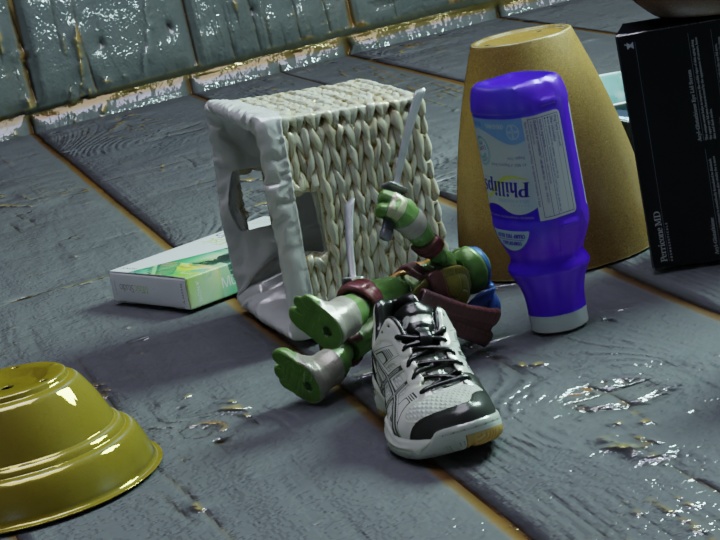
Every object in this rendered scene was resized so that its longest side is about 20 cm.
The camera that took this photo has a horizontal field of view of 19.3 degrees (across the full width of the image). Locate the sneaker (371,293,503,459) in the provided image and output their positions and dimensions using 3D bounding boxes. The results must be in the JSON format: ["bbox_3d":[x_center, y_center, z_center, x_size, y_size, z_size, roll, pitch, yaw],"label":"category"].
[{"bbox_3d":[0.041,0.070,1.478,0.075,0.089,0.200,-13,14,-12],"label":"sneaker"}]

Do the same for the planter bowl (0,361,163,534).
[{"bbox_3d":[-0.249,0.119,1.544,0.198,0.084,0.201,-11,13,3],"label":"planter bowl"}]

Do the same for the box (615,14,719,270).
[{"bbox_3d":[0.298,-0.114,1.769,0.140,0.202,0.079,-8,13,11],"label":"box"}]

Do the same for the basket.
[{"bbox_3d":[-0.029,-0.061,1.864,0.159,0.200,0.200,-13,12,-14],"label":"basket"}]

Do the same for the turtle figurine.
[{"bbox_3d":[0.000,0.000,1.655,0.193,0.201,0.143,-35,9,-40],"label":"turtle figurine"}]

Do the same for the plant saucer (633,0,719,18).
[{"bbox_3d":[0.315,-0.241,1.767,0.198,0.037,0.200,-10,11,2],"label":"plant saucer"}]

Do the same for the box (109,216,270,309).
[{"bbox_3d":[-0.130,-0.009,2.099,0.199,0.037,0.144,-22,16,-35],"label":"box"}]

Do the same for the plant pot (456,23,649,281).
[{"bbox_3d":[0.163,-0.113,1.900,0.184,0.202,0.186,-10,12,2],"label":"plant pot"}]

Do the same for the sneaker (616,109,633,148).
[{"bbox_3d":[0.293,-0.124,1.999,0.198,0.071,0.082,11,38,-3],"label":"sneaker"}]

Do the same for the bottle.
[{"bbox_3d":[0.138,-0.053,1.656,0.065,0.202,0.083,-18,15,-27],"label":"bottle"}]

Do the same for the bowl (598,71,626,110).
[{"bbox_3d":[0.246,-0.130,2.108,0.199,0.106,0.201,-12,13,3],"label":"bowl"}]
